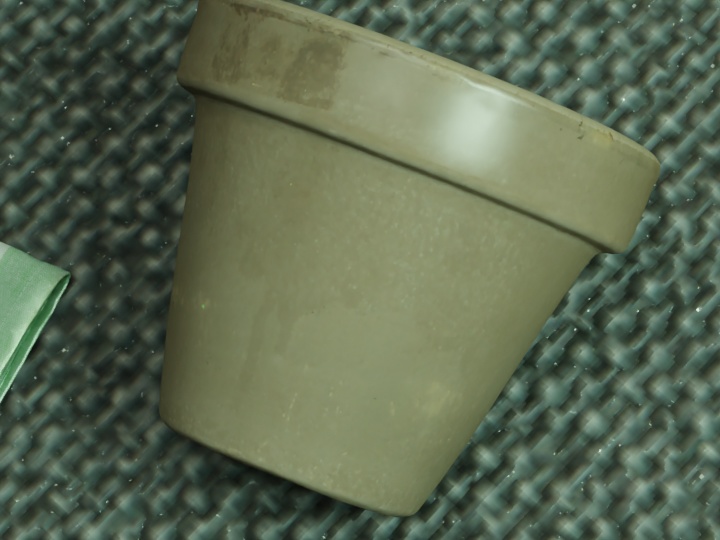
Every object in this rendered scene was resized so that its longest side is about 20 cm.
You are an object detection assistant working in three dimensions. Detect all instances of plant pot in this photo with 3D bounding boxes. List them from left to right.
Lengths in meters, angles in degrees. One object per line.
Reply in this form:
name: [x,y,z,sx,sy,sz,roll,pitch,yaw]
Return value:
plant pot: [0.000,0.000,1.165,0.200,0.200,0.175,21,89,18]

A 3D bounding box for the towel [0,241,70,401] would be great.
towel: [-0.250,0.027,1.278,0.200,0.023,0.153,23,72,19]
